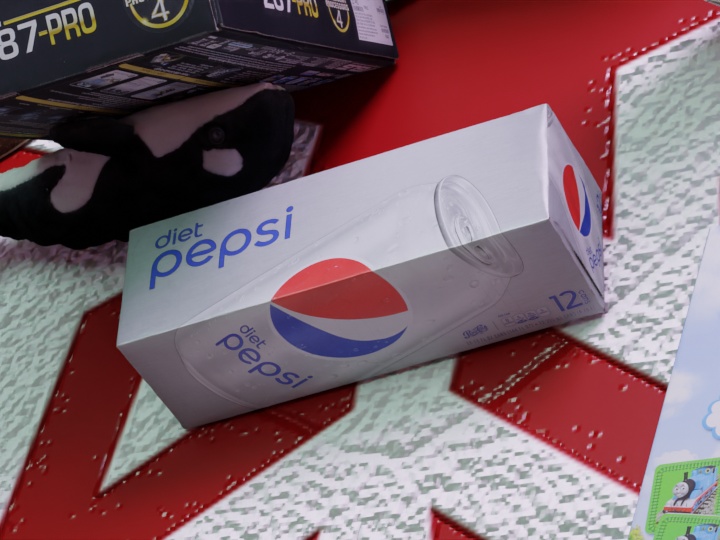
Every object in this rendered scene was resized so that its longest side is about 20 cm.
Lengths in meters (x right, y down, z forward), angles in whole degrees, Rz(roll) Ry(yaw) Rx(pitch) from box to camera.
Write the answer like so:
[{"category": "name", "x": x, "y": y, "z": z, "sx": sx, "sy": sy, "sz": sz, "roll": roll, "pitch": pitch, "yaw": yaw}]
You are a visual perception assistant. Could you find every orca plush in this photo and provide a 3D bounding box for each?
[{"category": "orca plush", "x": -0.113, "y": -0.024, "z": 1.278, "sx": 0.199, "sy": 0.105, "sz": 0.072, "roll": -12, "pitch": 79, "yaw": 15}]

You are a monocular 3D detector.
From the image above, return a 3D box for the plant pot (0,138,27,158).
[{"category": "plant pot", "x": -0.242, "y": -0.175, "z": 1.398, "sx": 0.186, "sy": 0.200, "sz": 0.188, "roll": -18, "pitch": 44, "yaw": 18}]

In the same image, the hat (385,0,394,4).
[{"category": "hat", "x": -0.023, "y": -0.211, "z": 1.379, "sx": 0.199, "sy": 0.081, "sz": 0.202, "roll": -18, "pitch": 45, "yaw": 19}]

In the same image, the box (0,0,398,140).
[{"category": "box", "x": -0.093, "y": -0.097, "z": 1.249, "sx": 0.160, "sy": 0.200, "sz": 0.049, "roll": -17, "pitch": 84, "yaw": 22}]

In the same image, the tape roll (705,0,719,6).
[{"category": "tape roll", "x": 0.184, "y": -0.192, "z": 1.143, "sx": 0.202, "sy": 0.203, "sz": 0.037, "roll": -21, "pitch": 44, "yaw": 14}]

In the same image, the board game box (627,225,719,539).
[{"category": "board game box", "x": 0.179, "y": 0.067, "z": 1.032, "sx": 0.150, "sy": 0.037, "sz": 0.201, "roll": -4, "pitch": 50, "yaw": 30}]

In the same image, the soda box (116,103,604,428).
[{"category": "soda box", "x": 0.000, "y": 0.000, "z": 1.186, "sx": 0.199, "sy": 0.064, "sz": 0.069, "roll": -16, "pitch": 46, "yaw": 20}]
